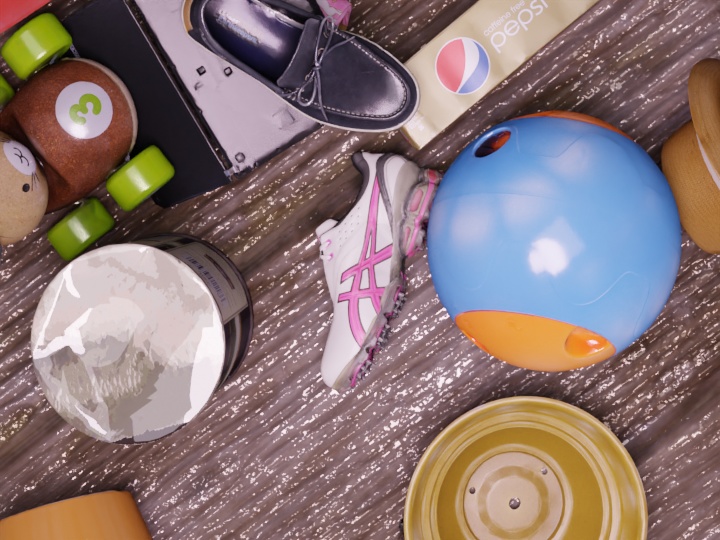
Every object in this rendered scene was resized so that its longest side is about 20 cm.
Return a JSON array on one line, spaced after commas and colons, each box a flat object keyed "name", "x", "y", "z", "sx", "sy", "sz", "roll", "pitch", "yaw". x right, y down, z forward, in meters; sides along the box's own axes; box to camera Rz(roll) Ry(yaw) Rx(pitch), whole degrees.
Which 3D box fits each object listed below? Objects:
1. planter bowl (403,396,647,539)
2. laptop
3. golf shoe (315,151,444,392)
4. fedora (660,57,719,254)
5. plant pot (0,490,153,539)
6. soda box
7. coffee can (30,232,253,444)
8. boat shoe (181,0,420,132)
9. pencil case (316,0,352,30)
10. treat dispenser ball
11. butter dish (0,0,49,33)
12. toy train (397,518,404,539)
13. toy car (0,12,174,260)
[{"name": "planter bowl", "x": 0.132, "y": 0.200, "z": 1.201, "sx": 0.197, "sy": 0.083, "sz": 0.204, "roll": 0, "pitch": 93, "yaw": -1}, {"name": "laptop", "x": -0.125, "y": -0.168, "z": 1.170, "sx": 0.199, "sy": 0.103, "sz": 0.179, "roll": -32, "pitch": 104, "yaw": -1}, {"name": "golf shoe", "x": 0.000, "y": 0.000, "z": 1.204, "sx": 0.091, "sy": 0.073, "sz": 0.203, "roll": 20, "pitch": 84, "yaw": 6}, {"name": "fedora", "x": 0.301, "y": -0.069, "z": 1.158, "sx": 0.081, "sy": 0.200, "sz": 0.202, "roll": -29, "pitch": 93, "yaw": 35}, {"name": "plant pot", "x": -0.226, "y": 0.285, "z": 1.174, "sx": 0.197, "sy": 0.200, "sz": 0.186, "roll": -17, "pitch": 78, "yaw": 2}, {"name": "soda box", "x": 0.104, "y": -0.186, "z": 1.188, "sx": 0.199, "sy": 0.068, "sz": 0.064, "roll": -39, "pitch": 92, "yaw": 3}, {"name": "coffee can", "x": -0.166, "y": 0.048, "z": 1.143, "sx": 0.144, "sy": 0.200, "sz": 0.149, "roll": 0, "pitch": 93, "yaw": 2}, {"name": "boat shoe", "x": -0.044, "y": -0.161, "z": 1.099, "sx": 0.198, "sy": 0.062, "sz": 0.075, "roll": 26, "pitch": 94, "yaw": -13}, {"name": "pencil case", "x": -0.104, "y": -0.235, "z": 1.186, "sx": 0.199, "sy": 0.087, "sz": 0.083, "roll": 36, "pitch": 137, "yaw": -1}, {"name": "treat dispenser ball", "x": 0.150, "y": -0.023, "z": 1.130, "sx": 0.197, "sy": 0.201, "sz": 0.204, "roll": 0, "pitch": 93, "yaw": 1}, {"name": "butter dish", "x": -0.361, "y": -0.243, "z": 1.166, "sx": 0.200, "sy": 0.148, "sz": 0.199, "roll": 46, "pitch": 53, "yaw": 0}, {"name": "toy train", "x": 0.099, "y": 0.290, "z": 1.235, "sx": 0.200, "sy": 0.034, "sz": 0.046, "roll": 45, "pitch": 107, "yaw": -2}, {"name": "toy car", "x": -0.272, "y": -0.078, "z": 1.123, "sx": 0.157, "sy": 0.200, "sz": 0.165, "roll": -35, "pitch": 97, "yaw": 31}]
